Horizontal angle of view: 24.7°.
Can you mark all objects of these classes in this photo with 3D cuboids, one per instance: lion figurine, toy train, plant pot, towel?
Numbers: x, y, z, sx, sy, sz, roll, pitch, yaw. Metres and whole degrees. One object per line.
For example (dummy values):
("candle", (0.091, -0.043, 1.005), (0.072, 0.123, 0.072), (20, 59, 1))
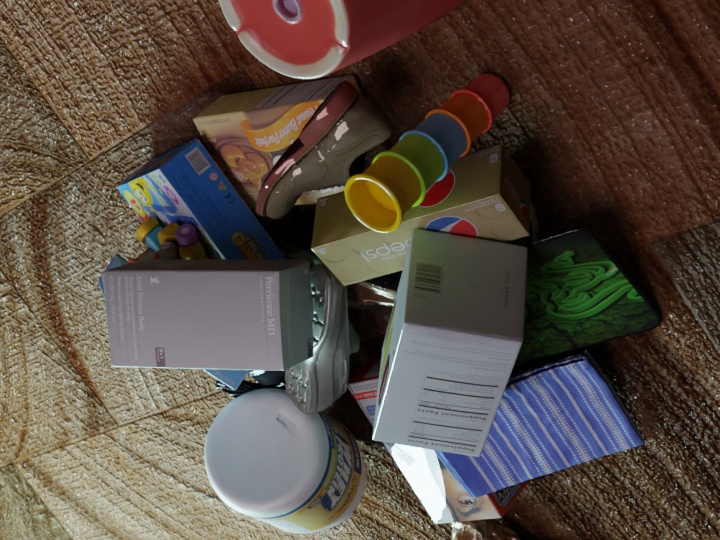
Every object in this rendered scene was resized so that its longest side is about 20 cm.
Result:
("lion figurine", (0.199, 0.338, 1.866), (0.199, 0.072, 0.123), (1, 112, 25))
("toy train", (-0.187, 0.016, 1.788), (0.200, 0.056, 0.150), (17, 142, 58))
("plant pot", (-0.018, -0.269, 1.429), (0.200, 0.177, 0.201), (24, 137, 24))
("towel", (0.169, 0.162, 1.676), (0.200, 0.024, 0.145), (-21, 126, 21))

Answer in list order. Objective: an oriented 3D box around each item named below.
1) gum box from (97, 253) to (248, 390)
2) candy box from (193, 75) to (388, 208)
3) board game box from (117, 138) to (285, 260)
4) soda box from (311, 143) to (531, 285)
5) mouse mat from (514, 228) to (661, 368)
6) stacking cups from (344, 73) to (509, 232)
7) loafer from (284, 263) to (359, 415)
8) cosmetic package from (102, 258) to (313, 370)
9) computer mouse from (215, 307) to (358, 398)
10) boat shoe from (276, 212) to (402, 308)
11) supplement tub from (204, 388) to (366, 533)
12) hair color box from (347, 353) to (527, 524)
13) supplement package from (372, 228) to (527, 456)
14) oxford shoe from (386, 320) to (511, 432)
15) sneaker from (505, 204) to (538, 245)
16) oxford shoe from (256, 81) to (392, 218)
("gum box", (-0.211, 0.055, 1.855), (0.170, 0.045, 0.200), (34, 180, -14))
("candy box", (-0.069, -0.129, 1.695), (0.200, 0.055, 0.116), (-3, 123, 43))
("board game box", (-0.168, -0.039, 1.815), (0.200, 0.056, 0.196), (54, 161, -10))
("soda box", (0.056, -0.050, 1.537), (0.200, 0.064, 0.068), (-16, 138, 25))
("mouse mat", (0.167, 0.033, 1.576), (0.200, 0.008, 0.161), (-20, 133, 30))
("stacking cups", (0.065, -0.115, 1.469), (0.060, 0.200, 0.061), (26, 141, 23))
("loafer", (-0.036, 0.068, 1.744), (0.070, 0.070, 0.200), (48, 145, 33))
("cosmetic package", (-0.152, 0.044, 1.676), (0.199, 0.090, 0.107), (-1, 98, 24))
("computer mouse", (-0.064, 0.104, 1.858), (0.200, 0.138, 0.053), (-50, 43, 43))
("boat shoe", (0.000, 0.000, 1.742), (0.200, 0.076, 0.074), (24, 143, 37))
("supplement tub", (-0.080, 0.223, 1.889), (0.144, 0.145, 0.200), (26, 173, 23))
("hair color box", (0.084, 0.182, 1.826), (0.111, 0.064, 0.200), (-16, 113, 47))
("supplement package", (0.081, 0.072, 1.545), (0.109, 0.114, 0.200), (9, 141, -3))
("oxford shoe", (0.100, 0.112, 1.717), (0.200, 0.071, 0.075), (38, 165, -15))
("sneaker", (0.112, -0.004, 1.616), (0.074, 0.087, 0.200), (36, 140, 12))
("oxford shoe", (-0.039, -0.097, 1.588), (0.075, 0.071, 0.200), (37, 142, -5))
